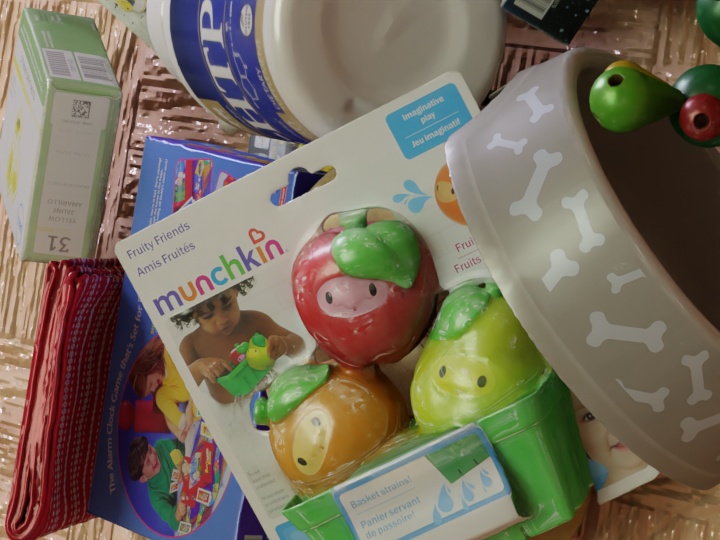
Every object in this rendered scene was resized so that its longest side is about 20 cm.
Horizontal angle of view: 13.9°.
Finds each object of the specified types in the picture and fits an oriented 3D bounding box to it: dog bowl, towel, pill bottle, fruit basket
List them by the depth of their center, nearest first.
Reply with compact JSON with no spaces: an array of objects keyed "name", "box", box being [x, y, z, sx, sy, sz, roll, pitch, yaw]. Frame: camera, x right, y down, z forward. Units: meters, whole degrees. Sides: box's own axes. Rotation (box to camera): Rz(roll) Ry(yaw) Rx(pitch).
[{"name":"dog bowl","box":[0.121,-0.007,1.244,0.059,0.200,0.201,-37,57,23]},{"name":"fruit basket","box":[0.009,0.040,1.303,0.184,0.094,0.201,-25,101,19]},{"name":"pill bottle","box":[-0.026,-0.120,1.397,0.200,0.119,0.121,15,96,65]},{"name":"towel","box":[-0.141,0.065,1.554,0.022,0.200,0.146,10,92,10]}]

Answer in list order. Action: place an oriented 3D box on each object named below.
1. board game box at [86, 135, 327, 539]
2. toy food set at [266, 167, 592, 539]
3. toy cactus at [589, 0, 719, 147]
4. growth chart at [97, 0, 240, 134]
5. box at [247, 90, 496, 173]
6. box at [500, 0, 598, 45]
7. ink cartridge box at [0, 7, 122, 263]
[{"name":"board game box","box":[-0.070,0.041,1.491,0.134,0.045,0.201,16,98,51]},{"name":"toy food set","box":[0.047,0.029,1.378,0.200,0.049,0.199,35,101,18]},{"name":"toy cactus","box":[0.178,-0.097,1.237,0.102,0.200,0.165,-24,107,42]},{"name":"growth chart","box":[-0.113,-0.164,1.577,0.200,0.018,0.145,40,145,16]},{"name":"box","box":[0.000,0.000,1.484,0.161,0.049,0.201,14,97,52]},{"name":"box","box":[0.131,-0.214,1.321,0.200,0.038,0.137,-56,12,28]},{"name":"ink cartridge box","box":[-0.173,-0.028,1.625,0.146,0.048,0.201,-120,39,-66]}]
